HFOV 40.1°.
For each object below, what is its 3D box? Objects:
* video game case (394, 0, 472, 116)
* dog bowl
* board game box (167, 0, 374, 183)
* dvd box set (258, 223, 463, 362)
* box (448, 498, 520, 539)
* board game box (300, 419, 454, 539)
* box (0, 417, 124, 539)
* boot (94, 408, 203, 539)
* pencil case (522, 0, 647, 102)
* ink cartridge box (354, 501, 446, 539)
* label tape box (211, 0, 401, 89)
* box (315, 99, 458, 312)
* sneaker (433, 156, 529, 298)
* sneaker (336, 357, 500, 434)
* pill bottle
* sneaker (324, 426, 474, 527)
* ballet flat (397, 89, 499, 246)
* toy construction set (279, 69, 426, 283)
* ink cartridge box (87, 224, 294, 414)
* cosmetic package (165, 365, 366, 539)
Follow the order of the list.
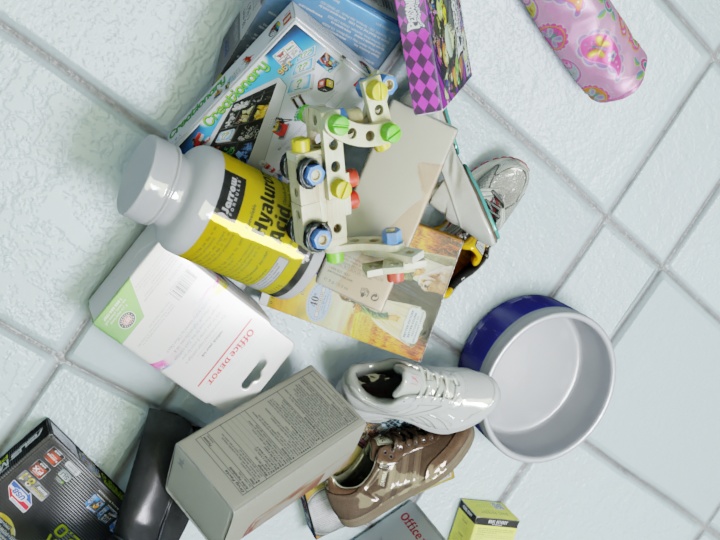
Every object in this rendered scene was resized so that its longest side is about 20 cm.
[{"bbox_3d":[0.070,-0.278,1.007,0.035,0.182,0.204,-5,109,18],"label":"video game case"},{"bbox_3d":[0.224,0.137,1.262,0.196,0.079,0.205,-7,109,-21],"label":"dog bowl"},{"bbox_3d":[-0.087,-0.159,0.998,0.125,0.035,0.199,32,121,-34],"label":"board game box"},{"bbox_3d":[0.000,0.000,1.104,0.196,0.029,0.149,20,98,-4],"label":"dvd box set"},{"bbox_3d":[0.146,0.414,1.335,0.074,0.050,0.204,10,102,-26],"label":"box"},{"bbox_3d":[0.015,0.232,1.226,0.196,0.035,0.138,-19,114,-17],"label":"board game box"},{"bbox_3d":[-0.338,0.287,1.085,0.160,0.044,0.201,-40,118,-8],"label":"box"},{"bbox_3d":[-0.245,0.244,1.055,0.164,0.065,0.203,38,67,-45],"label":"boot"},{"bbox_3d":[0.255,-0.286,1.138,0.088,0.087,0.200,-48,119,-2],"label":"pencil case"},{"bbox_3d":[0.028,0.404,1.225,0.198,0.146,0.084,-31,118,-11],"label":"ink cartridge box"},{"bbox_3d":[-0.066,-0.217,1.017,0.142,0.064,0.201,22,127,-27],"label":"label tape box"},{"bbox_3d":[0.026,-0.067,1.033,0.076,0.095,0.203,23,94,-2],"label":"box"},{"bbox_3d":[0.136,-0.044,1.162,0.078,0.082,0.201,38,89,-28],"label":"sneaker"},{"bbox_3d":[0.069,0.142,1.147,0.195,0.100,0.080,0,69,-1],"label":"sneaker"},{"bbox_3d":[-0.137,-0.055,0.985,0.197,0.111,0.113,24,97,-30],"label":"pill bottle"},{"bbox_3d":[0.047,0.225,1.179,0.198,0.070,0.076,-34,112,-11],"label":"sneaker"},{"bbox_3d":[0.091,-0.112,1.103,0.068,0.069,0.204,-20,84,-16],"label":"ballet flat"},{"bbox_3d":[-0.007,-0.082,0.946,0.129,0.092,0.205,-17,100,-28],"label":"toy construction set"},{"bbox_3d":[-0.179,0.057,1.066,0.199,0.067,0.118,41,90,-28],"label":"ink cartridge box"},{"bbox_3d":[-0.101,0.201,1.076,0.198,0.103,0.088,-25,149,-40],"label":"cosmetic package"}]
